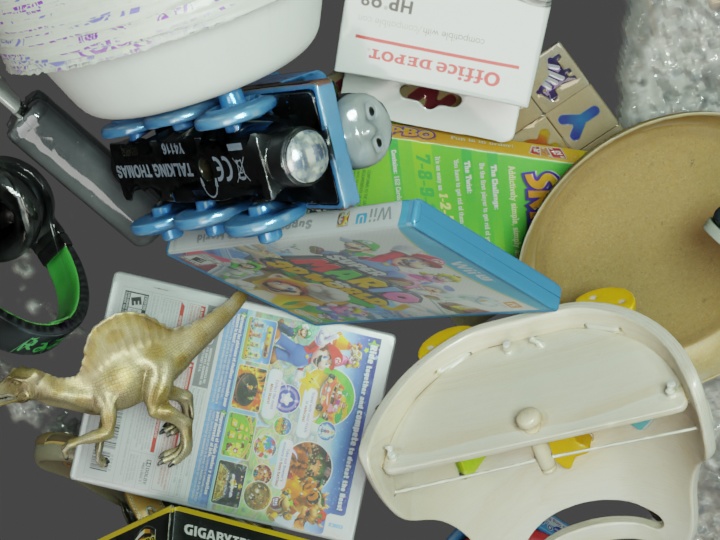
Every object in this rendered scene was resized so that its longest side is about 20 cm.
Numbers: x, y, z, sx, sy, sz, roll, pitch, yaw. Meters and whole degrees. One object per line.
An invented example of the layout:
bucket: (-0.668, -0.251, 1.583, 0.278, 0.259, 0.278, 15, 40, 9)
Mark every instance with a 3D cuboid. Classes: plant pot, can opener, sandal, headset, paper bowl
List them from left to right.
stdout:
headset: (-0.240, -0.044, 0.917, 0.094, 0.123, 0.201, -40, 84, 24)
can opener: (-0.189, -0.102, 0.905, 0.067, 0.053, 0.200, -46, 113, 4)
sandal: (-0.152, 0.178, 1.053, 0.198, 0.055, 0.080, 24, 152, -3)
paper bowl: (-0.100, -0.151, 0.770, 0.198, 0.201, 0.106, -12, 111, 15)
plant pot: (0.189, -0.012, 0.892, 0.197, 0.028, 0.202, -5, 123, -8)

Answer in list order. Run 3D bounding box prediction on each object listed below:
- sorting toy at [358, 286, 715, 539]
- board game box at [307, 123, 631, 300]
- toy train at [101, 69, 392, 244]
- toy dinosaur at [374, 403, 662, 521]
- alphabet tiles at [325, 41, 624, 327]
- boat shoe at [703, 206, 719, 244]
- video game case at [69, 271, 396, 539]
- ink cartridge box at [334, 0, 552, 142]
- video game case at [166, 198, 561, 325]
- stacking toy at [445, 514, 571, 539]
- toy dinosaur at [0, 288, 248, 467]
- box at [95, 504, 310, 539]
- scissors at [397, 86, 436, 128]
sorting toy: (0.124, 0.120, 0.883, 0.197, 0.107, 0.181, -14, 125, 16)
board game box: (0.062, -0.038, 0.902, 0.197, 0.030, 0.097, 9, 121, 0)
toy train: (-0.065, -0.070, 0.824, 0.199, 0.113, 0.088, 2, 113, 52)
toy dinosaur: (0.115, 0.104, 0.968, 0.199, 0.086, 0.136, 32, 121, -5)
alphabet tiles: (0.074, -0.070, 0.902, 0.166, 0.008, 0.200, -32, 114, 21)
boat shoe: (0.292, -0.018, 0.848, 0.197, 0.075, 0.062, 14, 120, -21)
video game case: (-0.086, 0.093, 0.985, 0.197, 0.018, 0.145, 13, 88, 1)
ink cartridge box: (0.052, -0.166, 0.807, 0.114, 0.067, 0.203, 10, 113, 2)
video game case: (0.000, 0.000, 0.864, 0.198, 0.018, 0.142, -5, 156, 41)
stacking toy: (0.103, 0.266, 0.995, 0.115, 0.201, 0.110, 32, 121, -10)
toy dinosaur: (-0.133, 0.068, 0.930, 0.198, 0.058, 0.102, -23, 114, -21)
box: (-0.092, 0.226, 1.021, 0.198, 0.050, 0.159, 21, 148, -32)
scissors: (0.020, -0.081, 0.909, 0.072, 0.014, 0.202, 10, 122, 2)
